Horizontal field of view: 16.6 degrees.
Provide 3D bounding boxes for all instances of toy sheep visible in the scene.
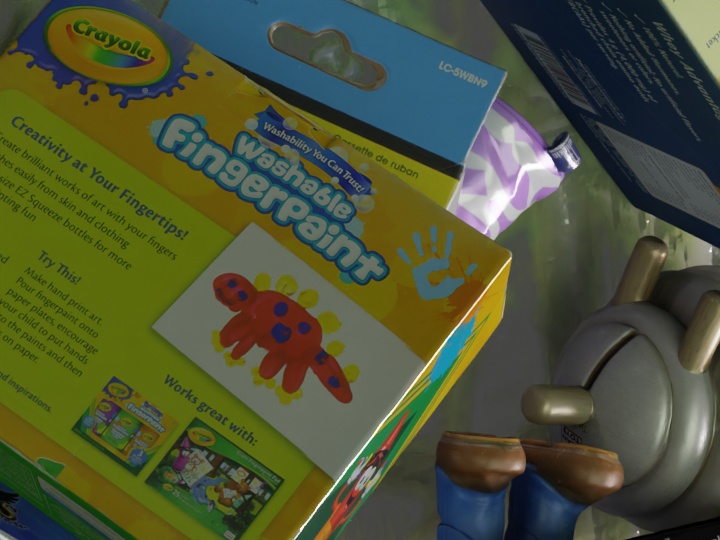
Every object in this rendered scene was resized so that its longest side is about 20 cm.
[{"bbox_3d":[0.152,0.057,1.123,0.200,0.138,0.138,6,103,-33],"label":"toy sheep"}]

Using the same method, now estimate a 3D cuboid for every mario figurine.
[{"bbox_3d":[0.070,0.170,1.020,0.123,0.106,0.200,5,88,4],"label":"mario figurine"}]

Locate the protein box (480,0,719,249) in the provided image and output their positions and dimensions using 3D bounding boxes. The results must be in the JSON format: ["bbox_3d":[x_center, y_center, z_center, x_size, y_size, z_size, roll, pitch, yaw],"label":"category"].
[{"bbox_3d":[0.163,-0.110,1.032,0.135,0.200,0.199,-45,120,-8],"label":"protein box"}]

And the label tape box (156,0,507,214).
[{"bbox_3d":[-0.044,-0.011,0.989,0.144,0.063,0.200,25,80,12],"label":"label tape box"}]

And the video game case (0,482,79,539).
[{"bbox_3d":[-0.201,0.152,0.975,0.200,0.045,0.181,33,107,-20],"label":"video game case"}]

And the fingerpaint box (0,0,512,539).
[{"bbox_3d":[-0.073,0.013,0.904,0.167,0.200,0.073,-52,167,-18],"label":"fingerpaint box"}]

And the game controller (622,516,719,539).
[{"bbox_3d":[0.124,0.161,1.010,0.200,0.042,0.105,-6,89,-46],"label":"game controller"}]

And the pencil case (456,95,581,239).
[{"bbox_3d":[0.000,0.000,1.060,0.200,0.084,0.086,-45,143,-6],"label":"pencil case"}]
